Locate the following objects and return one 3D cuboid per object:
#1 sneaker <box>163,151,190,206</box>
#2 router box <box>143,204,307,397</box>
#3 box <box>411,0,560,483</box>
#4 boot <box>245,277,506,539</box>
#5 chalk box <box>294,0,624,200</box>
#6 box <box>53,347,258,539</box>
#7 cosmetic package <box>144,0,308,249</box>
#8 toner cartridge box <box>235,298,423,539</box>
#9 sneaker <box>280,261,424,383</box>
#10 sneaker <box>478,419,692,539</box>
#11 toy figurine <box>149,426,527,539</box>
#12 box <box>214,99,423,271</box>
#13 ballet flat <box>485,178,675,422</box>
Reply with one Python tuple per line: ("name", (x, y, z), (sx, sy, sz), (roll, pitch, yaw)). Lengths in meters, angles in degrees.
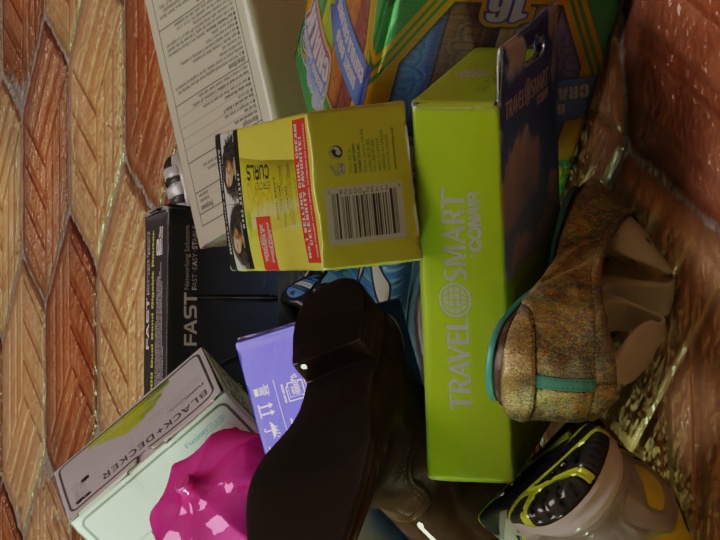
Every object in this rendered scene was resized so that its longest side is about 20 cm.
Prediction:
("sneaker", (-0.036, -0.052, 1.808), (0.200, 0.115, 0.075), (-6, -98, -72))
("router box", (-0.051, 0.063, 1.703), (0.062, 0.149, 0.201), (167, 104, -72))
("box", (0.061, -0.016, 1.329), (0.122, 0.047, 0.201), (-46, -45, -68))
("boot", (0.031, 0.128, 1.362), (0.200, 0.064, 0.187), (51, -143, -36))
("chalk box", (0.041, -0.108, 1.449), (0.125, 0.123, 0.201), (-107, 25, -45))
("box", (-0.064, 0.153, 1.622), (0.117, 0.200, 0.060), (-41, 28, 5))
("cosmetic package", (-0.058, -0.123, 1.598), (0.103, 0.073, 0.201), (-24, 76, 52))
("toner cartridge box", (0.006, 0.120, 1.420), (0.043, 0.095, 0.201), (-17, 88, 35))
("sneaker", (0.000, 0.000, 1.638), (0.078, 0.089, 0.201), (138, 131, -68))
("sneaker", (0.105, 0.114, 1.303), (0.075, 0.076, 0.200), (-48, 1, 3))
("toy figurine", (-0.024, 0.149, 1.534), (0.150, 0.183, 0.201), (-124, 36, -57))
("box", (-0.022, -0.036, 1.354), (0.200, 0.050, 0.076), (-177, 80, -75))
("ballet flat", (0.108, 0.015, 1.296), (0.200, 0.070, 0.071), (-54, -24, -63))
